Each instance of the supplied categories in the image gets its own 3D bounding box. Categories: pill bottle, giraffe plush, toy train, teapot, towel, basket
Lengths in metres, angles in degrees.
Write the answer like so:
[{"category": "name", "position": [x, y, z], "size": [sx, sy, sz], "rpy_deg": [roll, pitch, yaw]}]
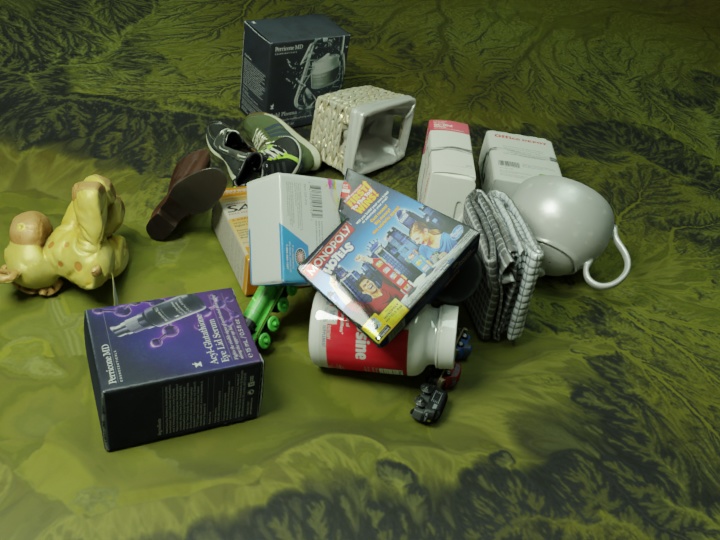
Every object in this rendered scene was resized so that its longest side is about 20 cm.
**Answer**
[{"category": "pill bottle", "position": [0.034, 0.084, 1.037], "size": [0.196, 0.114, 0.113], "rpy_deg": [4, 36, 8]}, {"category": "giraffe plush", "position": [-0.435, -0.031, 1.090], "size": [0.159, 0.173, 0.204], "rpy_deg": [-4, 73, -3]}, {"category": "toy train", "position": [0.121, 0.144, 1.071], "size": [0.045, 0.035, 0.201], "rpy_deg": [23, 39, 10]}, {"category": "teapot", "position": [0.334, -0.056, 1.292], "size": [0.196, 0.199, 0.148], "rpy_deg": [33, 72, -25]}, {"category": "toy train", "position": [-0.122, 0.023, 1.088], "size": [0.041, 0.057, 0.202], "rpy_deg": [1, 54, 40]}, {"category": "towel", "position": [0.203, -0.009, 1.182], "size": [0.084, 0.168, 0.202], "rpy_deg": [0, 36, -9]}, {"category": "pill bottle", "position": [0.115, -0.018, 1.131], "size": [0.109, 0.114, 0.200], "rpy_deg": [5, 12, -8]}, {"category": "basket", "position": [0.002, -0.285, 1.499], "size": [0.122, 0.138, 0.199], "rpy_deg": [28, 32, 26]}]

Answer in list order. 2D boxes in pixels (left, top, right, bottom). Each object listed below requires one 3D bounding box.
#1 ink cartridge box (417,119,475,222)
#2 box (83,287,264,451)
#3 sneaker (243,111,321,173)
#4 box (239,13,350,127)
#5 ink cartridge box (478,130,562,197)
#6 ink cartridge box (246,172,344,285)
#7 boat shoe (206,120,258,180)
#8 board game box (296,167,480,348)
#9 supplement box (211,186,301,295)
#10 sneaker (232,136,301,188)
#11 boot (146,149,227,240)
[{"category": "ink cartridge box", "position": [0.154, -0.164, 1.383], "size": [0.081, 0.149, 0.202], "rpy_deg": [8, 37, -2]}, {"category": "box", "position": [-0.238, 0.120, 0.954], "size": [0.197, 0.106, 0.149], "rpy_deg": [-9, 42, -25]}, {"category": "sneaker", "position": [-0.174, -0.248, 1.475], "size": [0.199, 0.068, 0.089], "rpy_deg": [35, 37, 23]}, {"category": "box", "position": [-0.143, -0.422, 1.602], "size": [0.197, 0.199, 0.124], "rpy_deg": [-18, 45, -32]}, {"category": "ink cartridge box", "position": [0.319, -0.189, 1.509], "size": [0.143, 0.085, 0.202], "rpy_deg": [9, 37, -2]}, {"category": "ink cartridge box", "position": [-0.058, -0.052, 1.074], "size": [0.198, 0.148, 0.084], "rpy_deg": [1, -5, -42]}, {"category": "boat shoe", "position": [-0.246, -0.245, 1.457], "size": [0.071, 0.069, 0.200], "rpy_deg": [-13, 42, -26]}, {"category": "board game box", "position": [0.020, -0.030, 0.997], "size": [0.199, 0.062, 0.200], "rpy_deg": [40, 75, 19]}, {"category": "supplement box", "position": [-0.158, -0.057, 1.228], "size": [0.124, 0.075, 0.201], "rpy_deg": [-9, 41, -25]}, {"category": "sneaker", "position": [-0.166, -0.185, 1.348], "size": [0.071, 0.083, 0.201], "rpy_deg": [22, 55, 13]}, {"category": "boot", "position": [-0.274, -0.160, 1.271], "size": [0.064, 0.185, 0.201], "rpy_deg": [47, 28, -24]}]
